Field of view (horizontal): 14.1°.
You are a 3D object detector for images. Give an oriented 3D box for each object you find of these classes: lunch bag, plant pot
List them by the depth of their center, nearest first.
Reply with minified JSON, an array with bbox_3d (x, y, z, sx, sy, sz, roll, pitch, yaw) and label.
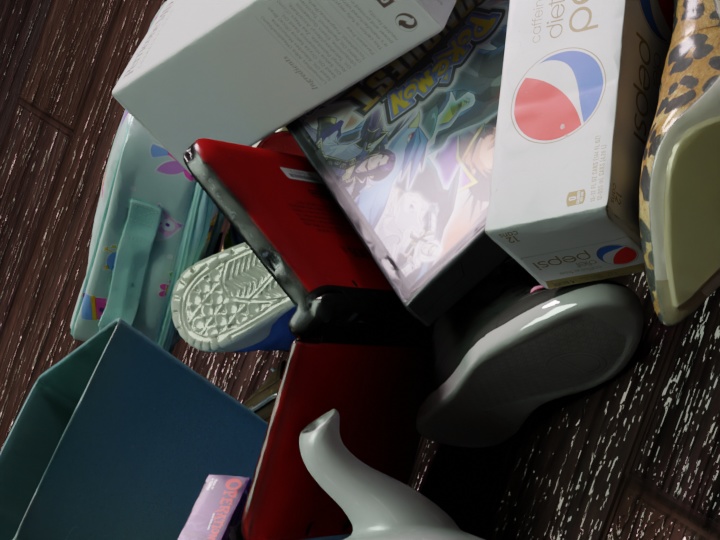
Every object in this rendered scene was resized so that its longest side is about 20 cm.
[{"bbox_3d":[-0.101,0.151,1.601,0.141,0.199,0.142,-33,28,60],"label":"plant pot"},{"bbox_3d":[-0.114,-0.047,1.738,0.201,0.077,0.161,107,175,-46],"label":"lunch bag"}]

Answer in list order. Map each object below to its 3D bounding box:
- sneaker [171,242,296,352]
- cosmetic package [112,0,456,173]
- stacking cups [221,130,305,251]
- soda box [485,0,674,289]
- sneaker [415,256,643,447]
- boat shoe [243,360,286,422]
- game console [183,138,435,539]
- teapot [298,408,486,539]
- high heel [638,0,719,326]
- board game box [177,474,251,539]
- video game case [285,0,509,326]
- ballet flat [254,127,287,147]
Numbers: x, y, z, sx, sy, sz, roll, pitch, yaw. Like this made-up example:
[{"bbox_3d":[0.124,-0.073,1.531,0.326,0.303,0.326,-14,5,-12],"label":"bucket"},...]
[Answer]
[{"bbox_3d":[0.000,-0.001,1.674,0.199,0.111,0.077,-22,80,24],"label":"sneaker"},{"bbox_3d":[-0.032,-0.140,1.549,0.200,0.071,0.102,-29,25,40],"label":"cosmetic package"},{"bbox_3d":[-0.056,-0.034,1.769,0.200,0.060,0.061,99,-179,-70],"label":"stacking cups"},{"bbox_3d":[0.110,-0.095,1.378,0.068,0.064,0.201,-12,56,32],"label":"soda box"},{"bbox_3d":[0.082,0.014,1.450,0.200,0.070,0.100,139,140,-61],"label":"sneaker"},{"bbox_3d":[-0.034,0.094,1.701,0.200,0.072,0.073,-19,50,53],"label":"boat shoe"},{"bbox_3d":[-0.033,0.036,1.514,0.119,0.173,0.200,-44,-17,15],"label":"game console"},{"bbox_3d":[-0.005,0.210,1.399,0.198,0.145,0.200,-60,24,29],"label":"teapot"},{"bbox_3d":[0.162,-0.075,1.350,0.143,0.071,0.201,-145,72,-81],"label":"high heel"},{"bbox_3d":[-0.064,0.217,1.477,0.120,0.032,0.201,-61,-33,-43],"label":"board game box"},{"bbox_3d":[0.068,-0.092,1.483,0.200,0.025,0.181,-42,40,8],"label":"video game case"},{"bbox_3d":[-0.023,-0.113,1.849,0.201,0.071,0.072,-64,21,17],"label":"ballet flat"}]
